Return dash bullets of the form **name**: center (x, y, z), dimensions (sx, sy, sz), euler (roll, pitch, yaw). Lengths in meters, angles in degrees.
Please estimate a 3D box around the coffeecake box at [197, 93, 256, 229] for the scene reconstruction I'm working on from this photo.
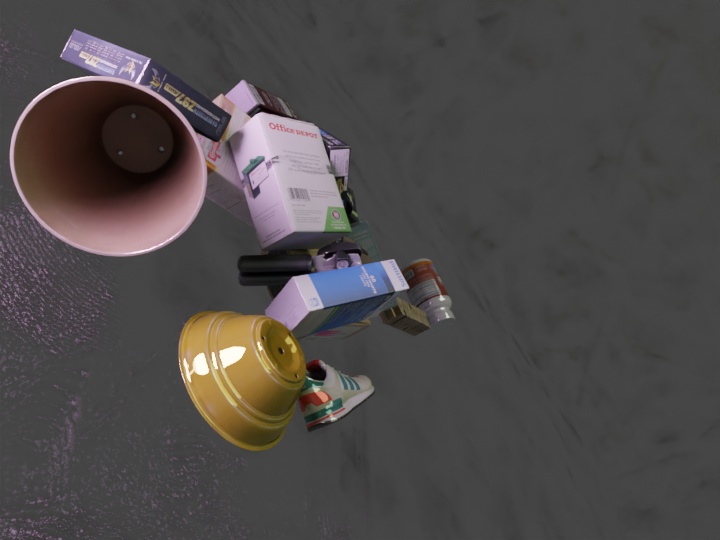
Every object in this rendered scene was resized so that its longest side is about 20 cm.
- **coffeecake box**: center (-0.198, -0.175, 0.937), dimensions (0.200, 0.073, 0.154), euler (35, 47, -37)

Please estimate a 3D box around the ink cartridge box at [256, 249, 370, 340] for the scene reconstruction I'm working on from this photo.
- **ink cartridge box**: center (-0.081, 0.040, 0.977), dimensions (0.200, 0.075, 0.165), euler (16, 46, -65)

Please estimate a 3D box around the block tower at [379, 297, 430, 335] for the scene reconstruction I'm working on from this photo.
- **block tower**: center (0.114, 0.119, 1.387), dimensions (0.200, 0.054, 0.058), euler (26, 36, -57)

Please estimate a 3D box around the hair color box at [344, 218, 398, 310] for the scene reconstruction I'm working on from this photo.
- **hair color box**: center (0.020, -0.012, 1.234), dimensions (0.099, 0.061, 0.200), euler (-118, -173, -79)

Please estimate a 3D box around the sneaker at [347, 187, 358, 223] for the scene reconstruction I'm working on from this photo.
- **sneaker**: center (-0.050, -0.161, 1.247), dimensions (0.200, 0.072, 0.083), euler (66, 18, -75)

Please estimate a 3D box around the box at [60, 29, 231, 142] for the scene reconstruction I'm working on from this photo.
- **box**: center (-0.308, -0.266, 0.785), dimensions (0.200, 0.051, 0.158), euler (28, 1, 30)

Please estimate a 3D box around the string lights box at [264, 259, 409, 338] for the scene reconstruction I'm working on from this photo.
- **string lights box**: center (-0.032, 0.045, 0.827), dimensions (0.200, 0.103, 0.059), euler (-11, 65, -42)

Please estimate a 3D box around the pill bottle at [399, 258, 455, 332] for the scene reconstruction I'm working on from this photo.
- **pill bottle**: center (0.196, 0.074, 1.582), dimensions (0.112, 0.112, 0.200), euler (28, 35, -57)

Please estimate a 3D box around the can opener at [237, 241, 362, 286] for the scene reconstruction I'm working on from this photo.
- **can opener**: center (-0.094, -0.007, 0.866), dimensions (0.066, 0.200, 0.053), euler (-111, -160, -54)

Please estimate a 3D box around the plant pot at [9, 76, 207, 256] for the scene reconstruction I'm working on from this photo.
- **plant pot**: center (-0.278, -0.141, 0.645), dimensions (0.187, 0.187, 0.200), euler (48, 5, -27)

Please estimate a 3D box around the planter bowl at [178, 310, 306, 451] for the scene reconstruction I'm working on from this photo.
- **planter bowl**: center (-0.129, 0.121, 0.704), dimensions (0.200, 0.083, 0.200), euler (50, 19, -24)

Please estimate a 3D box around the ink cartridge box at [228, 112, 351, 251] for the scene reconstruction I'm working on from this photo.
- **ink cartridge box**: center (-0.114, -0.140, 0.889), dimensions (0.146, 0.084, 0.200), euler (-4, 73, -53)

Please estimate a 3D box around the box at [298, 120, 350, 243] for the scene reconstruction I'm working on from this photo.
- **box**: center (-0.088, -0.171, 1.055), dimensions (0.050, 0.199, 0.200), euler (-8, 31, -28)

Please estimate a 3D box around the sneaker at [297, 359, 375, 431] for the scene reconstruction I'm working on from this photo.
- **sneaker**: center (-0.041, 0.177, 0.856), dimensions (0.093, 0.070, 0.200), euler (65, 21, 5)

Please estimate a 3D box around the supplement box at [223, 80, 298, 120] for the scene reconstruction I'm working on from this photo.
- **supplement box**: center (-0.226, -0.330, 1.164), dimensions (0.061, 0.109, 0.200), euler (59, 17, 5)

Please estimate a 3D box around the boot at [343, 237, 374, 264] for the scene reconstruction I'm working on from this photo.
- **boot**: center (0.000, 0.000, 1.050), dimensions (0.146, 0.070, 0.200), euler (57, 1, 14)
